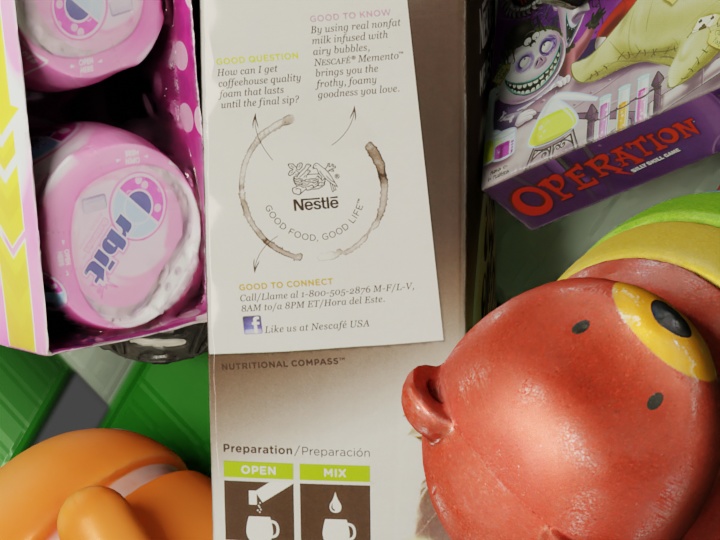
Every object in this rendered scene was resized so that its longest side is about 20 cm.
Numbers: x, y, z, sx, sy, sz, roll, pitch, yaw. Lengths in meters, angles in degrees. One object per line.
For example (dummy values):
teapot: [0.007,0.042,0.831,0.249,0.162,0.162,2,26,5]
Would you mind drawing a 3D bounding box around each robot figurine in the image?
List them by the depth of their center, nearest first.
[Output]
robot figurine: [-0.064,0.130,0.935,0.200,0.144,0.117,36,106,21]

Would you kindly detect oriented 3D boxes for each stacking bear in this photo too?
stacking bear: [0.090,0.032,0.755,0.122,0.200,0.114,52,123,16]

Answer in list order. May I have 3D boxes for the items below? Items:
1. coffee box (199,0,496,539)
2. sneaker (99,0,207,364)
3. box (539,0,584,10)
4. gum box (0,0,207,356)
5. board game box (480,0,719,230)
coffee box: [0.000,0.000,0.850,0.080,0.113,0.201,1,105,7]
sneaker: [-0.064,-0.066,0.934,0.074,0.079,0.201,0,106,-1]
box: [0.060,-0.200,0.781,0.160,0.044,0.200,43,102,13]
gum box: [-0.108,-0.084,0.848,0.113,0.066,0.201,10,109,50]
board game box: [0.120,-0.097,0.777,0.200,0.032,0.120,-24,42,36]
